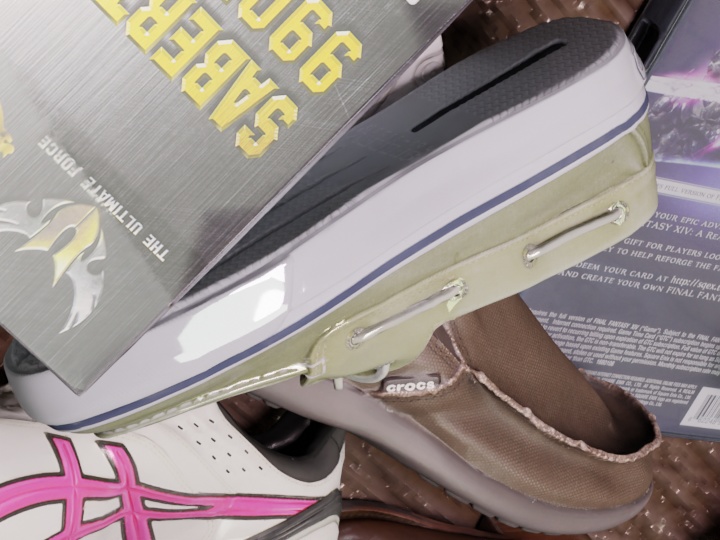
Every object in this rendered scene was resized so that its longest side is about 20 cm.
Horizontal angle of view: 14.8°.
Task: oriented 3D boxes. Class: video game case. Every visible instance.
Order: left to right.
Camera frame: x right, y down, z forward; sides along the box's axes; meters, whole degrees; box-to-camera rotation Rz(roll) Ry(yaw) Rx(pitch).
[{"bbox_3d":[0.124,-0.029,0.919,0.143,0.019,0.200,9,120,-38],"label":"video game case"}]

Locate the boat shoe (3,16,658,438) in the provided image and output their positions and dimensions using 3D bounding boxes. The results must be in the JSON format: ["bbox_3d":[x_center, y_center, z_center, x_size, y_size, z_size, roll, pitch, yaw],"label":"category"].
[{"bbox_3d":[0.000,0.000,0.763,0.200,0.072,0.062,-28,114,-13],"label":"boat shoe"}]

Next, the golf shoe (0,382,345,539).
[{"bbox_3d":[-0.086,0.055,0.830,0.200,0.072,0.092,23,87,-44],"label":"golf shoe"}]

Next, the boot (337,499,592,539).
[{"bbox_3d":[0.050,0.159,0.900,0.186,0.200,0.064,-7,130,-28],"label":"boot"}]

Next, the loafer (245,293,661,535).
[{"bbox_3d":[0.024,0.021,0.846,0.200,0.073,0.071,24,106,-35],"label":"loafer"}]

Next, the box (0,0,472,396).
[{"bbox_3d":[-0.083,-0.091,0.661,0.158,0.048,0.200,-45,120,-2],"label":"box"}]

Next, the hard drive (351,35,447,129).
[{"bbox_3d":[-0.077,-0.067,0.744,0.199,0.038,0.140,-24,135,-12],"label":"hard drive"}]
